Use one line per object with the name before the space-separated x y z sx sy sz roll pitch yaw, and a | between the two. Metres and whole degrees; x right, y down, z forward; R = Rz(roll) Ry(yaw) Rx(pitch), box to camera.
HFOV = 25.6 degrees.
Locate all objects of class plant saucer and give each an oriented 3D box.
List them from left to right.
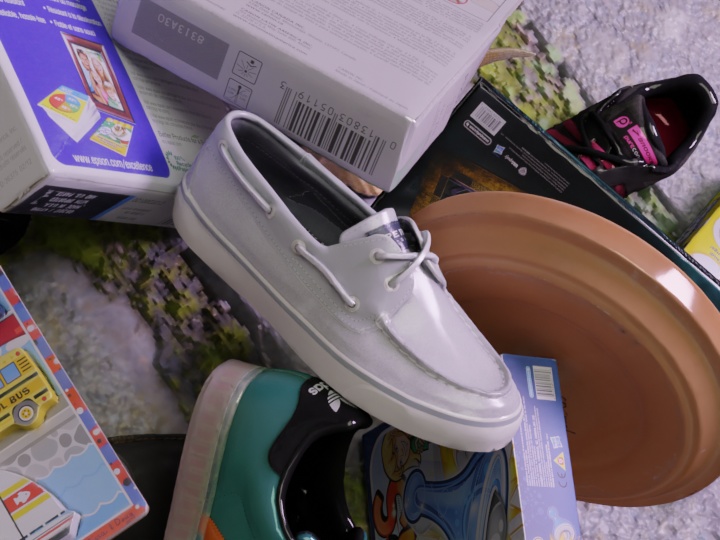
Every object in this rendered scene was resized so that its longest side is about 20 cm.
plant saucer | 0.093 0.048 0.789 0.200 0.200 0.032 39 54 -4

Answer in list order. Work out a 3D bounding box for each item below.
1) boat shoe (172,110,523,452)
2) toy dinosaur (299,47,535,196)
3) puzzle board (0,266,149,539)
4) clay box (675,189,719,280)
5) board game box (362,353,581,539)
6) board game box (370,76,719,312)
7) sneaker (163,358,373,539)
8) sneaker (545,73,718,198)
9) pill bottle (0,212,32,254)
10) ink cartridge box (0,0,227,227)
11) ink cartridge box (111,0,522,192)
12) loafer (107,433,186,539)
boat shoe | 0.000 0.000 0.724 0.200 0.069 0.072 43 37 24
toy dinosaur | 0.001 -0.096 0.910 0.200 0.058 0.101 -42 104 -25
puzzle board | -0.210 0.096 0.670 0.200 0.017 0.151 -34 69 -5
clay box | 0.226 0.029 0.950 0.115 0.048 0.200 46 59 0
board game box | 0.056 0.156 0.763 0.034 0.135 0.200 8 64 -29
board game box | 0.097 0.011 0.861 0.200 0.135 0.028 41 14 -3
sneaker | -0.044 0.144 0.712 0.071 0.080 0.200 0 100 -63
sneaker | 0.133 -0.065 0.927 0.200 0.084 0.077 -36 85 -31
pill bottle | -0.241 -0.093 0.753 0.112 0.112 0.200 -18 77 -30
ink cartridge box | -0.143 -0.117 0.789 0.198 0.043 0.200 3 60 -64
ink cartridge box | -0.012 -0.136 0.829 0.161 0.050 0.200 29 35 7
loafer | -0.116 0.112 0.742 0.200 0.072 0.073 -10 71 -28
